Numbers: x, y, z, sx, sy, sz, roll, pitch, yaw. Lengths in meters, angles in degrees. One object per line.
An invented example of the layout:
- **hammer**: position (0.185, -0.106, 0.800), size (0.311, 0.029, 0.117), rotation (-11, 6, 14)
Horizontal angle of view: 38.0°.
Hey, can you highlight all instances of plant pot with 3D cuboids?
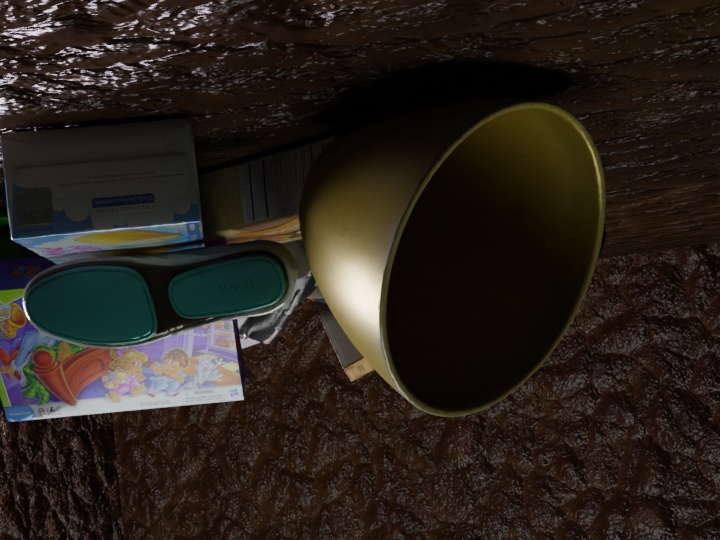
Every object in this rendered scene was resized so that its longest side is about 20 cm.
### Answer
- **plant pot**: position (0.041, -0.026, 0.680), size (0.199, 0.201, 0.142), rotation (-3, -159, -43)

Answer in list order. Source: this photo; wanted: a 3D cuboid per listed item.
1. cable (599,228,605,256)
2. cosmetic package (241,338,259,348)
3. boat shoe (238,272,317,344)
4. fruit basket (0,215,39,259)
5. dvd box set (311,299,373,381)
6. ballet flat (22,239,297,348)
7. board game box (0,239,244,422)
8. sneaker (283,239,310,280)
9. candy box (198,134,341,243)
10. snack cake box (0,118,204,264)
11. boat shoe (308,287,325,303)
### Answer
- **cable**: position (0.158, -0.034, 1.085), size (0.051, 0.163, 0.200), rotation (48, 167, -32)
- **cosmetic package**: position (-0.110, 0.025, 1.273), size (0.082, 0.051, 0.200), rotation (-22, -162, 34)
- **boat shoe**: position (-0.071, 0.005, 1.065), size (0.060, 0.074, 0.200), rotation (26, 123, -21)
- **fruit basket**: position (-0.358, 0.015, 0.890), size (0.214, 0.157, 0.216), rotation (-2, -167, 0)
- **dvd box set**: position (0.049, 0.023, 1.173), size (0.199, 0.147, 0.029), rotation (-29, 133, -1)
- **ballet flat**: position (-0.139, 0.013, 0.751), size (0.198, 0.070, 0.069), rotation (-8, 176, 8)
- **board game box**: position (-0.200, 0.051, 0.853), size (0.198, 0.135, 0.045), rotation (-5, -145, -3)
- **sneaker**: position (-0.145, -0.013, 0.944), size (0.099, 0.071, 0.199), rotation (-19, 159, 38)
- **candy box**: position (-0.049, -0.058, 0.833), size (0.199, 0.056, 0.115), rotation (-10, 174, 42)
- **snack cake box**: position (-0.168, -0.047, 0.717), size (0.114, 0.068, 0.200), rotation (-7, 177, -8)
- **boat shoe**: position (0.009, 0.016, 1.132), size (0.199, 0.072, 0.062), rotation (7, 178, 31)
